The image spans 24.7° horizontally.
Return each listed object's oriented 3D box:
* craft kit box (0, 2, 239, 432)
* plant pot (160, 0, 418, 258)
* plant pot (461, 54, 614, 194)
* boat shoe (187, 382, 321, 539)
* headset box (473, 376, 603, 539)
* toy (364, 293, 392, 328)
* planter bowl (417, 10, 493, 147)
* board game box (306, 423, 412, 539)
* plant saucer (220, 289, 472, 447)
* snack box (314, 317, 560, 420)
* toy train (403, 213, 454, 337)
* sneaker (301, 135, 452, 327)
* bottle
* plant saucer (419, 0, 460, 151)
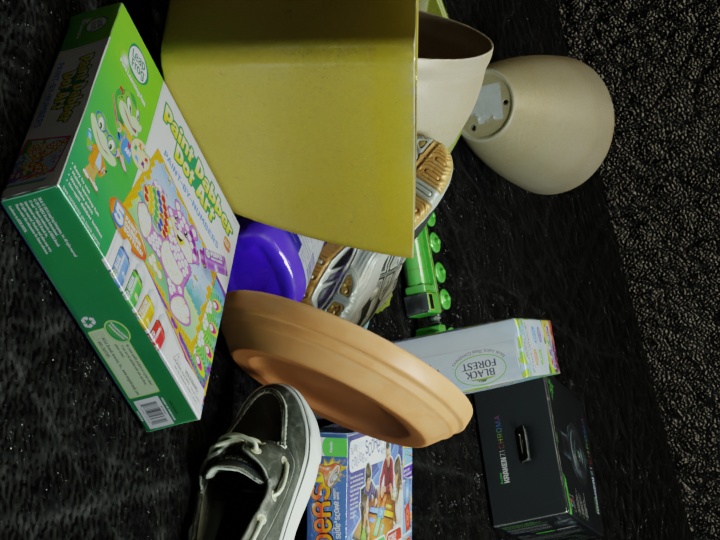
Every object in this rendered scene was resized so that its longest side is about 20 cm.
[{"bbox_3d":[-0.146,-0.036,1.065,0.198,0.048,0.201,-87,157,-50],"label":"craft kit box"},{"bbox_3d":[-0.046,-0.148,1.188,0.201,0.175,0.201,89,4,-47],"label":"plant pot"},{"bbox_3d":[0.205,-0.203,2.143,0.199,0.186,0.189,7,70,-57],"label":"plant pot"},{"bbox_3d":[-0.074,0.143,1.115,0.201,0.070,0.064,-82,154,-46],"label":"boat shoe"},{"bbox_3d":[0.207,0.221,1.928,0.200,0.092,0.175,40,39,-62],"label":"headset box"},{"bbox_3d":[0.000,0.000,1.501,0.201,0.047,0.115,-87,155,-44],"label":"toy"},{"bbox_3d":[0.007,-0.148,1.437,0.200,0.199,0.136,-55,156,-68],"label":"planter bowl"},{"bbox_3d":[0.002,0.189,1.335,0.200,0.034,0.137,3,88,-74],"label":"board game box"},{"bbox_3d":[-0.016,0.077,1.183,0.038,0.199,0.200,-65,150,-16],"label":"plant saucer"},{"bbox_3d":[0.051,0.081,1.342,0.142,0.198,0.053,2,76,-73],"label":"snack box"},{"bbox_3d":[0.067,0.023,1.720,0.056,0.041,0.202,5,72,-61],"label":"toy train"},{"bbox_3d":[0.009,-0.023,1.379,0.075,0.200,0.088,37,-1,21],"label":"sneaker"},{"bbox_3d":[-0.063,-0.041,1.294,0.200,0.065,0.084,-73,144,-60],"label":"bottle"},{"bbox_3d":[0.082,-0.252,1.959,0.200,0.048,0.201,-80,152,-53],"label":"plant saucer"}]
